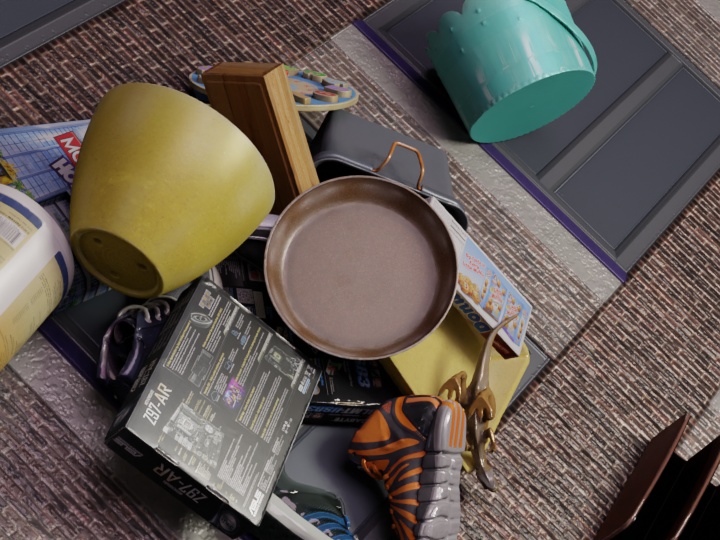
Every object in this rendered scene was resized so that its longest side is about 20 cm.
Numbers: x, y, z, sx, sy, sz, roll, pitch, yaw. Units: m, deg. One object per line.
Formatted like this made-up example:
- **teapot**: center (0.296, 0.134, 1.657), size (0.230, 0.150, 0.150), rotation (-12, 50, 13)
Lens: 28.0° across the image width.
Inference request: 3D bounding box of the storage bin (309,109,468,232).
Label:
- **storage bin**: center (0.021, -0.104, 1.668), size (0.198, 0.146, 0.135), rotation (20, 39, -16)

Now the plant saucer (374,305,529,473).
- **plant saucer**: center (0.091, 0.087, 1.579), size (0.201, 0.048, 0.200), rotation (56, 43, -22)

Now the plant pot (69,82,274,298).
- **plant pot**: center (-0.202, -0.058, 1.395), size (0.199, 0.200, 0.143), rotation (32, 59, -5)

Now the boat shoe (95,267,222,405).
- **boat shoe**: center (-0.199, 0.051, 1.431), size (0.093, 0.074, 0.201), rotation (52, 38, -45)

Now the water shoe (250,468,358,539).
- **water shoe**: center (-0.030, 0.255, 1.410), size (0.199, 0.072, 0.079), rotation (38, 49, 0)

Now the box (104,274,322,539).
- **box**: center (-0.134, 0.127, 1.369), size (0.160, 0.043, 0.201), rotation (39, 45, -18)

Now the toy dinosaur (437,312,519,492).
- **toy dinosaur**: center (0.124, 0.132, 1.536), size (0.060, 0.106, 0.202), rotation (3, 78, 18)

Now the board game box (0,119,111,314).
- **board game box**: center (-0.290, -0.080, 1.515), size (0.199, 0.062, 0.201), rotation (-27, 73, -39)

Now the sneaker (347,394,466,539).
- **sneaker**: center (0.042, 0.227, 1.477), size (0.077, 0.111, 0.202), rotation (28, 68, -61)

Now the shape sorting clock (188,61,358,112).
- **shape sorting clock**: center (-0.100, -0.215, 1.674), size (0.198, 0.040, 0.200), rotation (3, 17, -1)

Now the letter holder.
- **letter holder**: center (0.361, 0.248, 1.591), size (0.100, 0.142, 0.200), rotation (40, 47, 2)

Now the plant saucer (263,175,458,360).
- **plant saucer**: center (0.000, 0.000, 1.473), size (0.198, 0.032, 0.202), rotation (2, 68, -4)

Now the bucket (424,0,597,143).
- **bucket**: center (0.194, -0.264, 1.836), size (0.206, 0.207, 0.136), rotation (-12, 72, -35)

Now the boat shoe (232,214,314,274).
- **boat shoe**: center (-0.055, 0.004, 1.526), size (0.199, 0.070, 0.067), rotation (24, 46, -22)

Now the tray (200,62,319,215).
- **tray**: center (-0.100, -0.124, 1.554), size (0.037, 0.098, 0.201), rotation (-39, 124, -37)

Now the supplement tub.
- **supplement tub**: center (-0.372, 0.029, 1.331), size (0.144, 0.145, 0.200), rotation (36, 47, -2)

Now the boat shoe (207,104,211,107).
- **boat shoe**: center (-0.165, -0.153, 1.602), size (0.201, 0.060, 0.073), rotation (8, 56, -48)

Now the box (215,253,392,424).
- **box**: center (-0.076, 0.064, 1.540), size (0.197, 0.050, 0.202), rotation (7, 54, -27)

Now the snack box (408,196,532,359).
- **snack box**: center (0.120, 0.010, 1.582), size (0.200, 0.024, 0.072), rotation (46, 47, -31)
